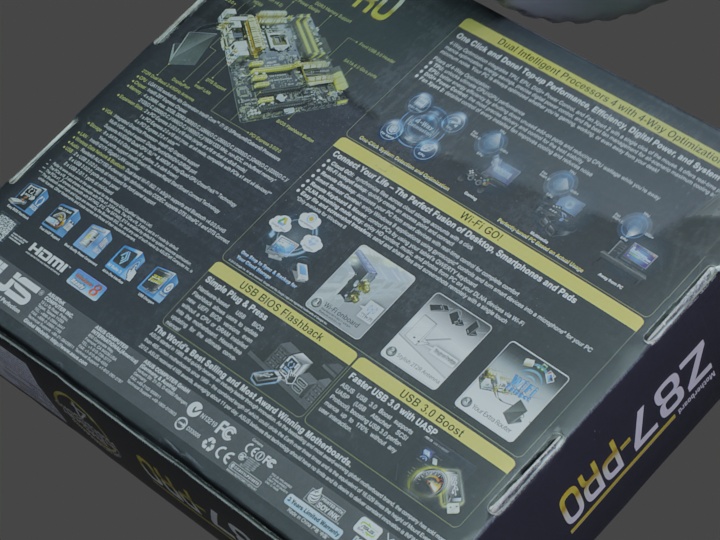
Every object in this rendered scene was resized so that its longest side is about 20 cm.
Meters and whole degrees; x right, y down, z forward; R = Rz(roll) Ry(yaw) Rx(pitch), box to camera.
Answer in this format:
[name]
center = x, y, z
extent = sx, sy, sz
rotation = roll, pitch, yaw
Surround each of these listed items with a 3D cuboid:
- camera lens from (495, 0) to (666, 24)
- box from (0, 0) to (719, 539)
[camera lens]
center = 0.031, -0.185, 0.842
extent = 0.160, 0.160, 0.200
rotation = -35, 49, -8
[box]
center = 0.000, 0.000, 0.786
extent = 0.199, 0.049, 0.161
rotation = 31, 71, 36
